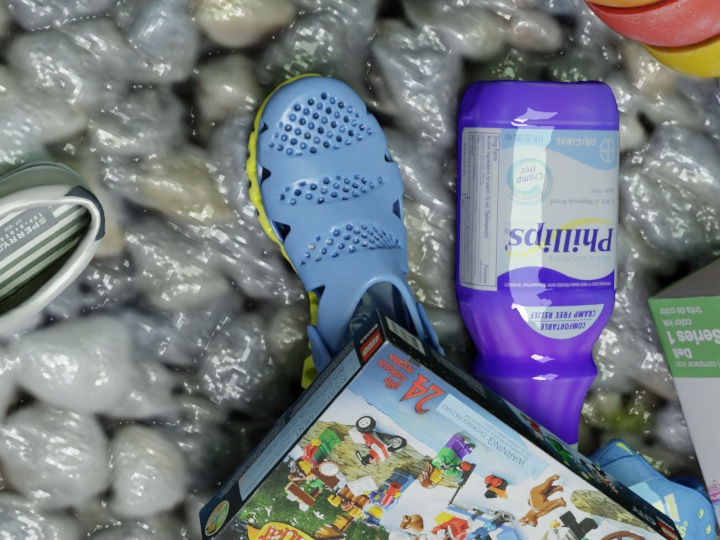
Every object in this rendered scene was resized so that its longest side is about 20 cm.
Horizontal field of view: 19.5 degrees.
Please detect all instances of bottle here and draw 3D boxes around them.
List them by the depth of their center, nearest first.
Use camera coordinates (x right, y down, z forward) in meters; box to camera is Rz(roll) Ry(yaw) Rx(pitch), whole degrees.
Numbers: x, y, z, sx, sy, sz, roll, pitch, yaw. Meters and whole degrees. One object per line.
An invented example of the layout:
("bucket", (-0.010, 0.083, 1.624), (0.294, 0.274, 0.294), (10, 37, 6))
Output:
("bottle", (0.090, 0.002, 1.080), (0.083, 0.065, 0.201), (0, 94, -21))

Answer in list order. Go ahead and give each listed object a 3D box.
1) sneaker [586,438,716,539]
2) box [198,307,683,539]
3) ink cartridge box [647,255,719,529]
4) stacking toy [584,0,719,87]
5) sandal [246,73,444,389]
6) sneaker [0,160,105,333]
("sneaker", (0.169, 0.174, 1.117), (0.105, 0.076, 0.200), (-43, 106, -12))
("box", (0.042, 0.128, 1.013), (0.200, 0.038, 0.137), (35, 104, -21))
("ink cartridge box", (0.253, 0.080, 1.116), (0.145, 0.084, 0.201), (-26, 103, -35))
("stacking toy", (0.174, -0.147, 1.085), (0.146, 0.146, 0.200), (-46, 124, -11))
("sandal", (0.000, 0.000, 1.038), (0.079, 0.087, 0.201), (-18, 98, -15))
("sneaker", (-0.205, 0.016, 0.972), (0.200, 0.071, 0.073), (-42, 106, -12))
